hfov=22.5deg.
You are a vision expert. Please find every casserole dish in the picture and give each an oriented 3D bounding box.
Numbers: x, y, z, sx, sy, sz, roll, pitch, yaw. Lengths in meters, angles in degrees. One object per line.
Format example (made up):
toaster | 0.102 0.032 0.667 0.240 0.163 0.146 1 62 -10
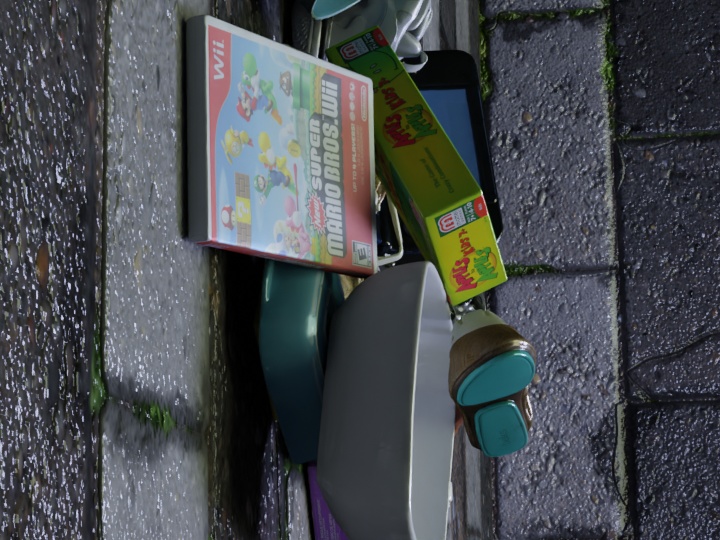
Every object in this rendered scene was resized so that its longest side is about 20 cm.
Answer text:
casserole dish | -0.034 0.054 1.290 0.201 0.038 0.122 77 17 -51

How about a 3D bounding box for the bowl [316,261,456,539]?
bowl | 0.019 0.109 1.279 0.200 0.074 0.201 71 22 -65

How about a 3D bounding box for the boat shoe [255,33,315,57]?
boat shoe | -0.056 -0.134 1.287 0.200 0.056 0.069 -24 111 -81

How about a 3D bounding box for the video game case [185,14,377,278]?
video game case | -0.048 -0.077 1.197 0.200 0.017 0.144 12 74 -57

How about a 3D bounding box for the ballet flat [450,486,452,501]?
ballet flat | 0.045 0.193 1.575 0.200 0.072 0.074 61 28 -72

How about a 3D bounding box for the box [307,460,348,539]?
box | -0.008 0.187 1.584 0.200 0.039 0.138 -70 157 -68

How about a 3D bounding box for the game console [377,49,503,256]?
game console | 0.037 -0.127 1.568 0.119 0.169 0.201 106 -21 -64

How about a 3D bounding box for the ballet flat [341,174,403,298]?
ballet flat | 0.000 0.000 1.424 0.071 0.065 0.202 77 16 -77

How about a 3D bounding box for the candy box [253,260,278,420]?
candy box | -0.051 0.007 1.386 0.201 0.026 0.103 -82 170 -46

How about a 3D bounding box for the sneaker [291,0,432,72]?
sneaker | 0.003 -0.249 1.505 0.075 0.114 0.202 78 12 -72

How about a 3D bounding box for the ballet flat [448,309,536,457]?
ballet flat | 0.096 0.073 1.351 0.200 0.067 0.073 70 3 -64

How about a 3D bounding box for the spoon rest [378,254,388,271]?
spoon rest | 0.001 -0.032 1.640 0.099 0.060 0.202 39 50 -79

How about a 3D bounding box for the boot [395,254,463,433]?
boot | 0.046 0.098 1.701 0.189 0.068 0.201 52 -46 33

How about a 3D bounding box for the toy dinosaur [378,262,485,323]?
toy dinosaur | 0.039 0.056 1.499 0.135 0.102 0.201 -21 81 -57

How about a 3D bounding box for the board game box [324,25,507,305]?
board game box | 0.040 -0.080 1.349 0.102 0.047 0.201 68 -5 -48

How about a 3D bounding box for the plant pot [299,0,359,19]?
plant pot | -0.002 -0.306 1.366 0.135 0.200 0.200 50 8 4
